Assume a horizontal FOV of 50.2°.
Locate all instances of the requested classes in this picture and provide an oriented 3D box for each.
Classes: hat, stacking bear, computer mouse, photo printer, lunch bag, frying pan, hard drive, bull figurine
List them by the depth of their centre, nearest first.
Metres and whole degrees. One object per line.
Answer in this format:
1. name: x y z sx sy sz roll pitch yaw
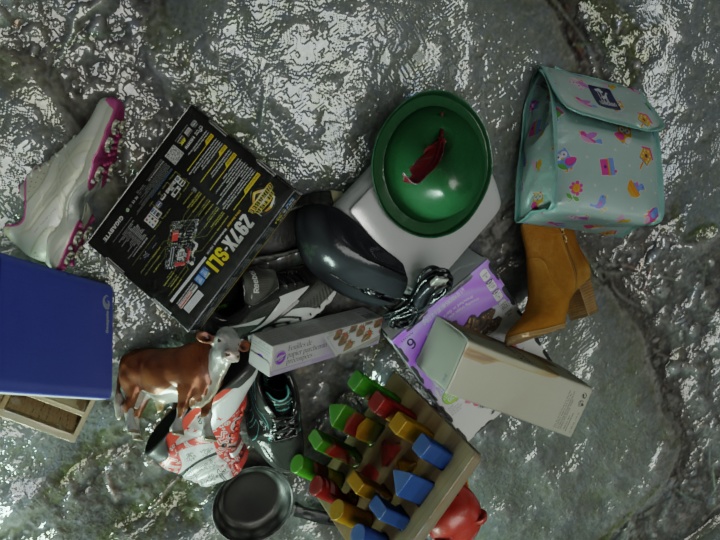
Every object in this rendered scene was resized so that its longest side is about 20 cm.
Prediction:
1. hard drive: -0.332 0.064 0.812 0.025 0.200 0.135 -7 77 16
2. hat: 0.114 -0.111 0.836 0.201 0.175 0.166 -49 112 -15
3. bull figurine: -0.210 0.133 0.896 0.065 0.197 0.124 32 57 -50
4. computer mouse: 0.000 0.000 0.901 0.198 0.139 0.053 36 51 -6
5. photo printer: 0.080 -0.086 0.961 0.200 0.069 0.167 -46 114 -16
6. lunch bag: 0.296 -0.158 0.997 0.167 0.122 0.205 8 80 -15
7. stacking bear: 0.096 0.285 1.017 0.119 0.200 0.116 -21 111 -10
8. frying pan: -0.111 0.310 1.052 0.186 0.031 0.117 -7 108 -19

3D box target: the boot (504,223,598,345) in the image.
1. boot: 0.234 0.009 1.015 0.199 0.070 0.147 -16 84 -41

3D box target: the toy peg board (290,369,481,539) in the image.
1. toy peg board: 0.014 0.244 0.967 0.097 0.199 0.202 34 93 -35

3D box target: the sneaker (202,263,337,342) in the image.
1. sneaker: -0.110 0.029 0.938 0.197 0.067 0.091 -26 143 -7

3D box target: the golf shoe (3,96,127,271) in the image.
1. golf shoe: -0.325 -0.104 0.846 0.090 0.075 0.203 23 89 -3

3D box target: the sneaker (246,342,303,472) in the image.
1. sneaker: -0.111 0.181 0.987 0.074 0.079 0.204 -20 112 -18

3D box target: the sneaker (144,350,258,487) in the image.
1. sneaker: -0.169 0.191 0.966 0.108 0.068 0.201 39 109 -24

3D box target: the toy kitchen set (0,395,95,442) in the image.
1. toy kitchen set: -0.361 0.115 0.825 0.178 0.200 0.165 27 97 -22

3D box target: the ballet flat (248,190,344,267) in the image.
1. ballet flat: -0.094 -0.042 0.942 0.197 0.057 0.068 -24 111 -11

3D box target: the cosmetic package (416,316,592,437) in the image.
1. cosmetic package: 0.181 0.134 0.977 0.197 0.105 0.072 22 96 -23

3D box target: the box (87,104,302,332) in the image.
1. box: -0.188 -0.059 0.875 0.159 0.049 0.201 38 91 5

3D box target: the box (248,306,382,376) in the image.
1. box: -0.050 0.084 0.949 0.198 0.041 0.039 -11 117 -49

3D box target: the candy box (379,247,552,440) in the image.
1. candy box: 0.146 0.102 1.050 0.167 0.072 0.201 -39 113 -4
